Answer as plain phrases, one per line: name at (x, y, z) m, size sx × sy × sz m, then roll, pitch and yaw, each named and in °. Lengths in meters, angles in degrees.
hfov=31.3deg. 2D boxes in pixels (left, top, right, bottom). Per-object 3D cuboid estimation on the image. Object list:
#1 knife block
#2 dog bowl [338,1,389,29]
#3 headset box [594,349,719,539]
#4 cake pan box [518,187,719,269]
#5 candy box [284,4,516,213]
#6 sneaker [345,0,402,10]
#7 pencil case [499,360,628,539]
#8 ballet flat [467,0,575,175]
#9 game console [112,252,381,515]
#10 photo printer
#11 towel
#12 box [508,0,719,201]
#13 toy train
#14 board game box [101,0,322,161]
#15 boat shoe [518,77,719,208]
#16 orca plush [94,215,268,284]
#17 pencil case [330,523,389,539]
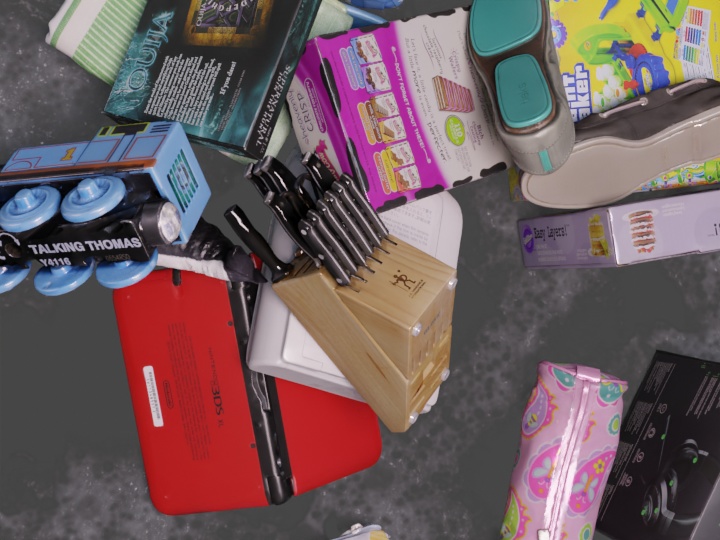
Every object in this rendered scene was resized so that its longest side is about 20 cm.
knife block at (-0.019, 0.011, 0.945) m, size 0.175 × 0.200 × 0.064 m, roll 29°, pitch 58°, yaw 21°
dog bowl at (-0.047, -0.177, 1.056) m, size 0.199 × 0.050 × 0.112 m, roll 18°, pitch 87°, yaw -14°
headset box at (0.293, 0.170, 1.075) m, size 0.093 × 0.200 × 0.175 m, roll 27°, pitch 84°, yaw -13°
cake pan box at (0.257, -0.038, 1.069) m, size 0.199 × 0.184 × 0.053 m, roll -9°, pitch 94°, yaw -14°
candy box at (0.040, -0.124, 1.003) m, size 0.200 × 0.061 × 0.137 m, roll -20°, pitch 93°, yaw -40°
sneaker at (-0.041, -0.266, 1.038) m, size 0.200 × 0.105 × 0.076 m, roll 42°, pitch 93°, yaw 25°
pencil case at (0.171, 0.179, 1.103) m, size 0.087 × 0.087 × 0.201 m, roll 15°, pitch 87°, yaw -14°
ballet flat at (0.122, -0.151, 0.984) m, size 0.067 × 0.200 × 0.064 m, roll -16°, pitch 137°, yaw 15°
game console at (-0.092, 0.085, 1.067) m, size 0.172 × 0.119 × 0.201 m, roll -9°, pitch 93°, yaw 17°
photo printer at (0.000, 0.000, 1.032) m, size 0.166 × 0.069 × 0.201 m, roll 19°, pitch 72°, yaw -32°
towel at (-0.124, -0.188, 0.998) m, size 0.200 × 0.023 × 0.153 m, roll 30°, pitch 82°, yaw -5°
box at (0.228, -0.167, 1.090) m, size 0.192 × 0.122 × 0.201 m, roll -6°, pitch 93°, yaw -15°
toy train at (-0.209, -0.044, 0.915) m, size 0.199 × 0.114 × 0.087 m, roll -4°, pitch 129°, yaw 22°
board game box at (-0.097, -0.189, 0.941) m, size 0.135 × 0.028 × 0.201 m, roll 17°, pitch 82°, yaw 28°
boat shoe at (0.210, -0.101, 1.005) m, size 0.199 × 0.057 × 0.067 m, roll -17°, pitch 132°, yaw -9°
orca plush at (-0.162, -0.042, 0.975) m, size 0.105 × 0.200 × 0.071 m, roll -5°, pitch 106°, yaw -51°
pencil case at (-0.064, 0.266, 1.044) m, size 0.199 × 0.083 × 0.091 m, roll -8°, pitch 100°, yaw -14°
